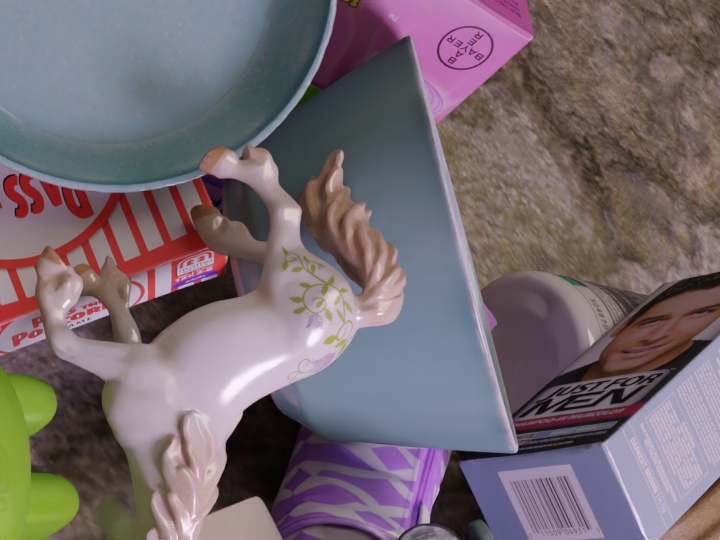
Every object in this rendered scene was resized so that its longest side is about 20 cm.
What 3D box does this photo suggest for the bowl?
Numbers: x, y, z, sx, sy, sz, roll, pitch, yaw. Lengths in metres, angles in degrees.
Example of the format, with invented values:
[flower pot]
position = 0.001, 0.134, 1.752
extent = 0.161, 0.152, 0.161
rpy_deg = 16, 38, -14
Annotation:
[bowl]
position = 0.000, 0.000, 0.918
extent = 0.201, 0.105, 0.201
rpy_deg = -15, 90, -85

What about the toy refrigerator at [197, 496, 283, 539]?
[toy refrigerator]
position = -0.043, 0.208, 0.845
extent = 0.070, 0.076, 0.200
rpy_deg = -14, 74, -53

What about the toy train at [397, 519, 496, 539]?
[toy train]
position = 0.041, 0.198, 0.874
extent = 0.085, 0.200, 0.114
rpy_deg = -15, 51, -9

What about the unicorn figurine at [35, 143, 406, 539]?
[unicorn figurine]
position = -0.068, 0.039, 0.794
extent = 0.137, 0.200, 0.074
rpy_deg = 54, 4, 21

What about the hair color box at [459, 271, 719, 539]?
[hair color box]
position = 0.153, 0.068, 1.003
extent = 0.200, 0.099, 0.061
rpy_deg = -35, 105, -41

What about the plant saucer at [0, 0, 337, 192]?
[plant saucer]
position = -0.110, -0.130, 0.845
extent = 0.200, 0.036, 0.200
rpy_deg = 2, 83, -13

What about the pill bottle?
[pill bottle]
position = 0.154, 0.068, 1.156
extent = 0.200, 0.113, 0.113
rpy_deg = 11, 54, -44

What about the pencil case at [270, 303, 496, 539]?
[pencil case]
position = 0.011, 0.091, 0.994
extent = 0.084, 0.085, 0.200
rpy_deg = 50, 33, -26

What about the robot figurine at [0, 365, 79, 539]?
[robot figurine]
position = -0.205, 0.076, 0.727
extent = 0.200, 0.116, 0.176
rpy_deg = 4, 64, -47

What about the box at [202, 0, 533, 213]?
[box]
position = -0.048, -0.127, 0.995
extent = 0.176, 0.200, 0.097
rpy_deg = 29, 36, -33

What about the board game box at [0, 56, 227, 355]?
[board game box]
position = -0.165, -0.067, 0.878
extent = 0.151, 0.046, 0.200
rpy_deg = -21, 75, -12

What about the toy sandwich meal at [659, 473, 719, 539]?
[toy sandwich meal]
position = 0.149, 0.151, 1.025
extent = 0.070, 0.205, 0.205
rpy_deg = 58, 35, -7
